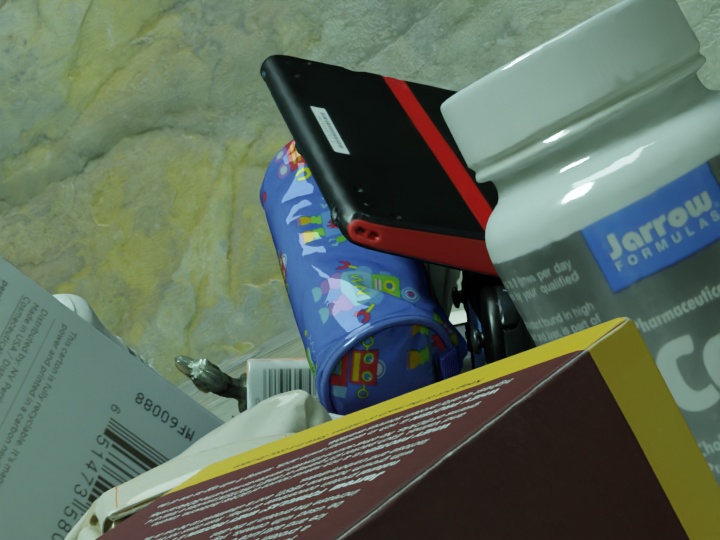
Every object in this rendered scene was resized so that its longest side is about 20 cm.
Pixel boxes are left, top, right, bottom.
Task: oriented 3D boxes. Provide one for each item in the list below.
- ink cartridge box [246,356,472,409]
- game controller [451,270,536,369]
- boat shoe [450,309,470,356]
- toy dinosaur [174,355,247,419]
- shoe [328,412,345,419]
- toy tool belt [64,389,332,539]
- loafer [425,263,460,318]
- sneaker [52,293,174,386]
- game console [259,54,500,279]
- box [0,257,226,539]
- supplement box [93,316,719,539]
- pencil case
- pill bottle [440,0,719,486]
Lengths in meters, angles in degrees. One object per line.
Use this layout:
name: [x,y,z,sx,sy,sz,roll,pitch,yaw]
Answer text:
ink cartridge box: [0.007,0.080,1.084,0.161,0.050,0.200,-1,0,-1]
game controller: [0.074,0.052,0.853,0.042,0.105,0.200,2,6,0]
boat shoe: [0.124,0.058,1.153,0.199,0.063,0.073,-13,-26,34]
toy dinosaur: [-0.050,0.104,1.220,0.199,0.048,0.088,5,-30,-15]
shoe: [0.045,0.108,0.731,0.199,0.072,0.091,7,-9,45]
toy tool belt: [-0.070,0.150,0.648,0.200,0.125,0.123,-33,47,-5]
loafer: [0.019,0.049,0.946,0.070,0.201,0.070,14,-23,-30]
sneaker: [-0.150,0.081,0.972,0.080,0.077,0.201,-16,-41,-8]
game console: [0.044,-0.053,0.863,0.176,0.031,0.200,8,28,-23]
box: [-0.210,0.133,0.820,0.171,0.200,0.200,-29,31,43]
supplement box: [-0.028,0.133,0.378,0.200,0.133,0.197,-30,4,-42]
pencil case: [0.000,0.000,0.860,0.086,0.078,0.200,-14,40,-4]
pill bottle: [0.116,0.005,0.582,0.113,0.201,0.114,-28,3,2]
